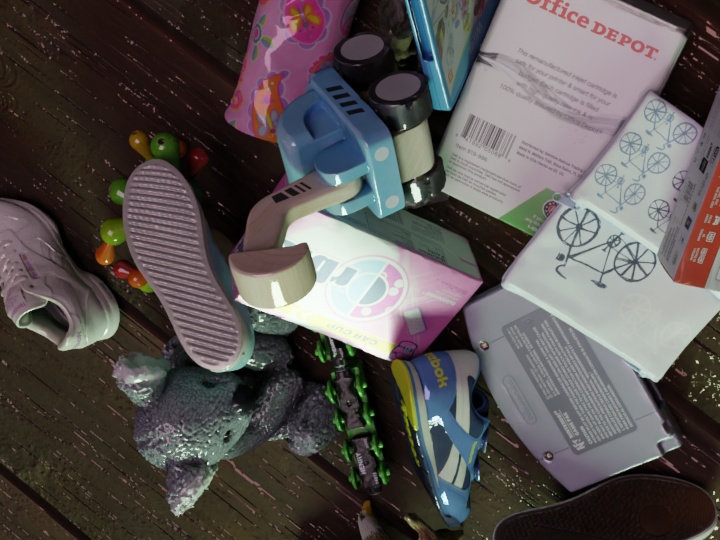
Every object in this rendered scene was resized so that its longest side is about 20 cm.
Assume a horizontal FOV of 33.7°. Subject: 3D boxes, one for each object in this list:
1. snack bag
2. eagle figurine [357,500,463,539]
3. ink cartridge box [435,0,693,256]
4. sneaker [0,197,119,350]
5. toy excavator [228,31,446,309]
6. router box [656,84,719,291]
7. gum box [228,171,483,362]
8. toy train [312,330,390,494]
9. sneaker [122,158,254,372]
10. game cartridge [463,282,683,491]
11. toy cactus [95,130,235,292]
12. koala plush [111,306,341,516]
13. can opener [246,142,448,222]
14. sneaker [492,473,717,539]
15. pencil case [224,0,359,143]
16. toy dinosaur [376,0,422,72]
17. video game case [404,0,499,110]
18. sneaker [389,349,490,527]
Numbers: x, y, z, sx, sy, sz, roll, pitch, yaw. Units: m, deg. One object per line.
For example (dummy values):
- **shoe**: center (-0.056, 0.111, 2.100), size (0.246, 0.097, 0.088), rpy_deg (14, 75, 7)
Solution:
- **snack bag**: center (0.233, -0.019, 0.952), size (0.188, 0.021, 0.200), rpy_deg (31, 110, -22)
- **eagle figurine**: center (0.003, 0.298, 1.158), size (0.199, 0.151, 0.152), rpy_deg (-28, 109, 17)
- **ink cartridge box**: center (0.161, -0.137, 0.968), size (0.146, 0.083, 0.201), rpy_deg (28, 115, 9)
- **sneaker**: center (-0.337, 0.001, 1.214), size (0.200, 0.100, 0.075), rpy_deg (43, 120, 6)
- **toy excavator**: center (-0.029, -0.070, 0.911), size (0.199, 0.195, 0.100), rpy_deg (-26, 135, -11)
- **router box**: center (0.343, -0.072, 0.894), size (0.179, 0.049, 0.201), rpy_deg (11, 113, -8)
- **gum box**: center (0.000, 0.000, 1.041), size (0.199, 0.066, 0.114), rpy_deg (22, 122, -26)
- **toy train**: center (-0.009, 0.117, 1.138), size (0.042, 0.056, 0.201), rpy_deg (-13, 102, 10)
- **sneaker**: center (-0.151, 0.000, 1.051), size (0.074, 0.082, 0.201), rpy_deg (-22, 78, 4)
- **game cartridge**: center (0.182, 0.093, 1.063), size (0.133, 0.040, 0.201), rpy_deg (-28, 94, 24)
- **toy cactus**: center (-0.168, -0.038, 1.130), size (0.165, 0.102, 0.201), rpy_deg (34, 125, 16)
- **koala plush**: center (-0.145, 0.128, 1.118), size (0.183, 0.200, 0.178), rpy_deg (-15, 101, 26)
- **can opener**: center (-0.012, -0.070, 1.092), size (0.199, 0.053, 0.067), rpy_deg (-11, 70, 26)
- **sneaker**: center (0.224, 0.238, 1.087), size (0.199, 0.085, 0.073), rpy_deg (-11, 59, 12)
- **pencil case**: center (-0.055, -0.210, 1.040), size (0.087, 0.087, 0.201), rpy_deg (25, 114, 14)
- **toy dinosaur**: center (0.044, -0.224, 1.000), size (0.088, 0.047, 0.201), rpy_deg (26, 119, 50)
- **video game case**: center (0.065, -0.241, 0.893), size (0.018, 0.144, 0.200), rpy_deg (9, 145, 23)
- **sneaker**: center (0.086, 0.156, 1.094), size (0.082, 0.074, 0.201), rpy_deg (-21, 127, -12)
